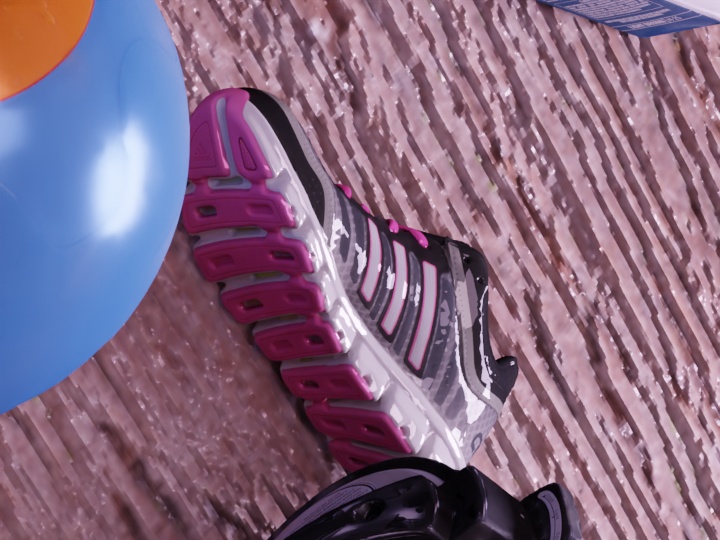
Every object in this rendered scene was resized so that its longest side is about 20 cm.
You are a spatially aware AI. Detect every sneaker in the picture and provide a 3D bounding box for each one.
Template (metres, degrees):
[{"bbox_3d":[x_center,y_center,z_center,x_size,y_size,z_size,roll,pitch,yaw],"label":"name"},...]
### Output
[{"bbox_3d":[0.000,0.000,1.206,0.087,0.074,0.200,-45,114,-31],"label":"sneaker"}]

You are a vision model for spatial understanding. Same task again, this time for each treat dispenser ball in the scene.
[{"bbox_3d":[-0.158,-0.045,1.016,0.200,0.201,0.202,3,85,-35],"label":"treat dispenser ball"}]

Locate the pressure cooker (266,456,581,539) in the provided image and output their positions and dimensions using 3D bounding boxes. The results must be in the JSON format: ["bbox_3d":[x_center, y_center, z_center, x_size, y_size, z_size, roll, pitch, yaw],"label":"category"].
[{"bbox_3d":[0.028,0.169,1.146,0.200,0.178,0.176,39,69,-28],"label":"pressure cooker"}]

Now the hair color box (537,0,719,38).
[{"bbox_3d":[0.071,-0.175,1.275,0.199,0.060,0.101,16,77,-34],"label":"hair color box"}]
